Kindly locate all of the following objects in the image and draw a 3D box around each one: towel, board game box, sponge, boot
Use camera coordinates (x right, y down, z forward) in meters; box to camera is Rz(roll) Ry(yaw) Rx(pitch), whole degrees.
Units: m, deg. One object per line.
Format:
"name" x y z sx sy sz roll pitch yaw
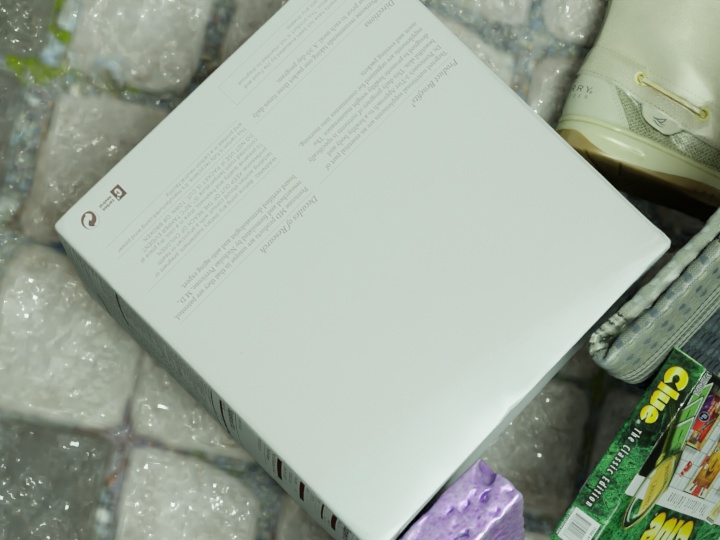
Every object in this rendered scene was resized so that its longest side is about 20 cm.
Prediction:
"towel" 0.198 -0.019 0.840 0.200 0.192 0.035 -47 65 10
"board game box" 0.158 0.102 0.884 0.023 0.200 0.105 37 95 27
"sponge" 0.033 0.161 0.849 0.030 0.200 0.112 40 78 18
"boot" 0.211 -0.101 0.960 0.198 0.072 0.156 19 82 -13

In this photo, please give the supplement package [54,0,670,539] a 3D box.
"supplement package" 0.000 0.000 0.838 0.200 0.147 0.191 44 80 8
